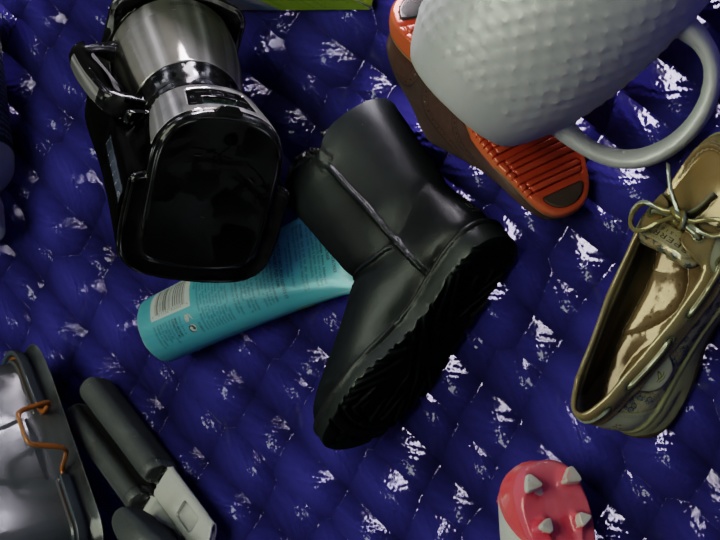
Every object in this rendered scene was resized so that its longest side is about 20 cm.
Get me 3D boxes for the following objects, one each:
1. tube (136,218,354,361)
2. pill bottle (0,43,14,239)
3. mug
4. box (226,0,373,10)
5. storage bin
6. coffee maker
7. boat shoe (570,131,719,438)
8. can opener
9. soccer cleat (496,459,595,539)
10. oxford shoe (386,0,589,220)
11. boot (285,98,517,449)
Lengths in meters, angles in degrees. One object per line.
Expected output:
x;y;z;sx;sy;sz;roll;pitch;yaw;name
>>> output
-0.078;0.011;1.735;0.199;0.050;0.078;-24;70;33;tube
-0.347;-0.120;1.973;0.111;0.111;0.202;-26;65;38;pill bottle
0.139;-0.153;1.490;0.200;0.148;0.175;43;108;-1;mug
-0.096;-0.230;1.741;0.199;0.122;0.048;5;79;43;box
-0.296;0.164;1.823;0.201;0.133;0.146;66;146;29;storage bin
-0.124;-0.078;1.712;0.201;0.134;0.193;-110;8;-53;coffee maker
0.191;0.008;1.459;0.073;0.062;0.201;26;100;44;boat shoe
-0.175;0.154;1.783;0.200;0.067;0.054;47;113;38;can opener
0.128;0.219;1.491;0.076;0.066;0.202;131;129;-66;soccer cleat
0.085;-0.100;1.596;0.201;0.071;0.073;55;152;28;oxford shoe
0.000;0.000;1.635;0.201;0.076;0.168;-54;53;15;boot
